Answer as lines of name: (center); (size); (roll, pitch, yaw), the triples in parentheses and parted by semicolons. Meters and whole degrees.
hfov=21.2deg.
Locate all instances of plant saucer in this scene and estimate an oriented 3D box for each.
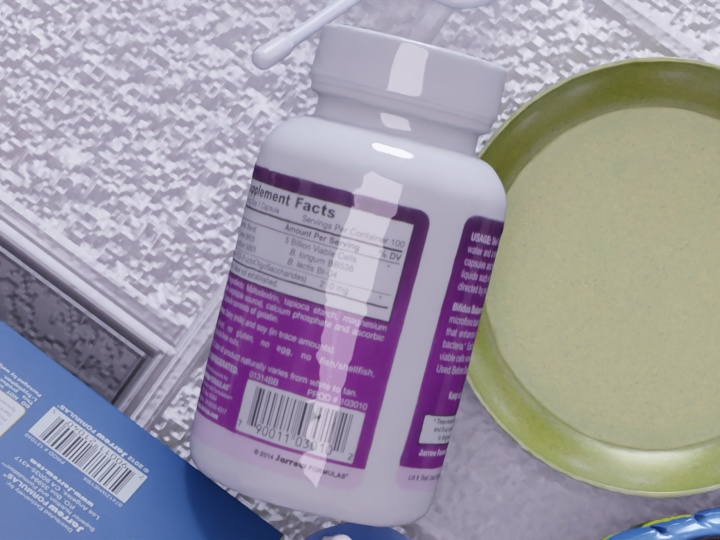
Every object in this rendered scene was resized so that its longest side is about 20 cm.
plant saucer: (0.136, 0.003, 0.887); (0.199, 0.031, 0.201); (0, 89, 1)

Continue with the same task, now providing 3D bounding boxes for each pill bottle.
pill bottle: (0.000, 0.000, 0.833); (0.112, 0.112, 0.201); (15, 93, 2)

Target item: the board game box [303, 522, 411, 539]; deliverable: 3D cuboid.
board game box: (-0.023, 0.210, 0.842); (0.039, 0.158, 0.201); (-1, 97, 39)

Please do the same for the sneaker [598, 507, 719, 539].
sneaker: (0.168, 0.147, 0.863); (0.199, 0.071, 0.083); (-8, 82, -2)

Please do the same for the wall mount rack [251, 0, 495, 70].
wall mount rack: (-0.017, -0.189, 0.874); (0.174, 0.075, 0.200); (-41, 87, 0)

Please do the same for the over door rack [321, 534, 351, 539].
over door rack: (0.075, 0.190, 0.789); (0.199, 0.067, 0.148); (7, 83, -2)

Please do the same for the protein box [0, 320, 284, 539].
protein box: (-0.174, 0.143, 0.788); (0.198, 0.200, 0.135); (36, 123, 2)
